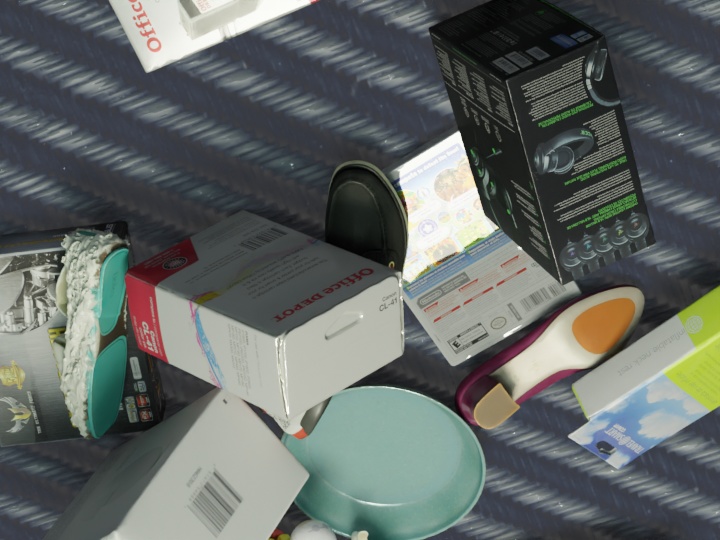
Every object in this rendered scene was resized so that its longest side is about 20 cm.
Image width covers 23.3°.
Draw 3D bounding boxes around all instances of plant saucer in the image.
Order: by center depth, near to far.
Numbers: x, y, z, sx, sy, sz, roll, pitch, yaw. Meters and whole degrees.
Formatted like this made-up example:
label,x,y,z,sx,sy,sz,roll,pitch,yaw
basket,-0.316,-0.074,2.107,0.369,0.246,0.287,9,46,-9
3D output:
label,x,y,z,sx,sy,sz,roll,pitch,yaw
plant saucer,0.021,0.177,1.660,0.198,0.036,0.201,3,127,4

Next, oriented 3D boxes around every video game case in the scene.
label,x,y,z,sx,sy,sz,roll,pitch,yaw
video game case,0.091,-0.022,1.578,0.142,0.018,0.201,-30,114,16

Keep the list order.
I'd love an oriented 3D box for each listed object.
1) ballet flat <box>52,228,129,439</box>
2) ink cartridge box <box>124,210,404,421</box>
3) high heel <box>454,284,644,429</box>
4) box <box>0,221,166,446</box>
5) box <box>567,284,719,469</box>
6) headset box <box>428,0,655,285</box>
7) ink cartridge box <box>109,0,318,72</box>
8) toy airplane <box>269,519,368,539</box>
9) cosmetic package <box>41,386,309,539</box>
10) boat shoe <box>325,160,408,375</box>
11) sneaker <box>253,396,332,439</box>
label,x,y,z,sx,sy,sz,roll,pitch,yaw
ballet flat,-0.242,0.051,1.548,0.071,0.072,0.202,8,115,-3
ink cartridge box,-0.082,0.034,1.485,0.199,0.147,0.086,23,129,40
high heel,0.174,0.076,1.623,0.200,0.096,0.067,-42,101,-3
box,-0.275,0.060,1.608,0.157,0.048,0.202,-6,117,3
box,0.287,0.098,1.594,0.199,0.048,0.122,-35,144,17
headset box,0.150,-0.106,1.435,0.092,0.174,0.202,-23,116,-9
ink cartridge box,-0.115,-0.269,1.414,0.198,0.083,0.148,-22,116,11
toy airplane,-0.049,0.304,1.621,0.197,0.200,0.142,15,109,4
cosmetic package,-0.182,0.235,1.546,0.123,0.200,0.199,49,134,-12
boat shoe,0.003,0.000,1.548,0.073,0.063,0.203,5,123,12
sneaker,-0.086,0.092,1.547,0.107,0.201,0.068,32,84,-9
